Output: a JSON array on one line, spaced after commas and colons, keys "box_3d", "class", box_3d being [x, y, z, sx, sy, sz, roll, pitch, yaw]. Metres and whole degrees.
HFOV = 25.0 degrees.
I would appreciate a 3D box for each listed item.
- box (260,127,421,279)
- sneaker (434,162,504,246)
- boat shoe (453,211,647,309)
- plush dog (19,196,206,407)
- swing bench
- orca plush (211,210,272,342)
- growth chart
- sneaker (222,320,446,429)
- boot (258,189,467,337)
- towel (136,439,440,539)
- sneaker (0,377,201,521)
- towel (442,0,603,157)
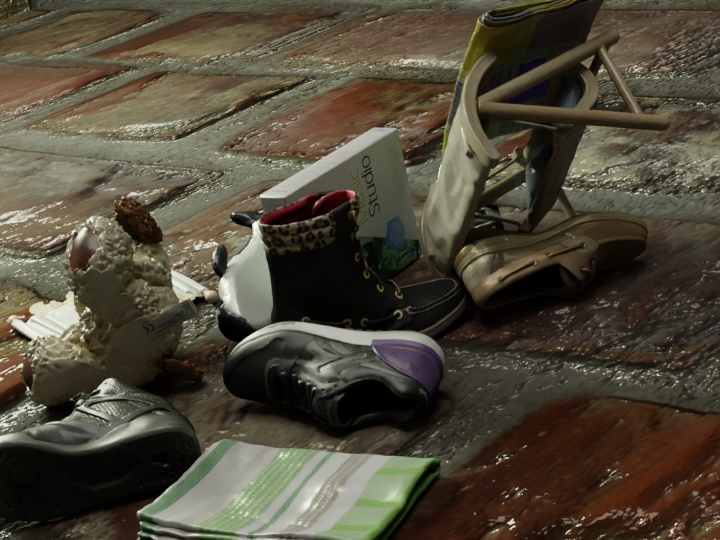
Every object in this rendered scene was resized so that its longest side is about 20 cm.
[{"box_3d": [-0.015, -0.043, 1.625, 0.036, 0.144, 0.200, 4, 26, 37], "class": "box"}, {"box_3d": [0.108, -0.062, 1.692, 0.074, 0.089, 0.200, -12, 23, -6], "class": "sneaker"}, {"box_3d": [0.189, -0.003, 1.542, 0.200, 0.071, 0.065, -12, 55, -17], "class": "boat shoe"}, {"box_3d": [-0.221, 0.032, 1.549, 0.160, 0.200, 0.172, 19, 26, -15], "class": "plush dog"}, {"box_3d": [0.157, -0.107, 1.552, 0.200, 0.199, 0.130, -12, 58, -21], "class": "swing bench"}, {"box_3d": [-0.124, 0.014, 1.633, 0.071, 0.105, 0.200, -43, 35, 27], "class": "orca plush"}, {"box_3d": [-0.266, 0.038, 1.724, 0.200, 0.018, 0.145, -19, 22, -20], "class": "growth chart"}, {"box_3d": [-0.032, 0.094, 1.383, 0.200, 0.076, 0.088, -4, 28, 19], "class": "sneaker"}, {"box_3d": [0.000, 0.000, 1.494, 0.200, 0.151, 0.073, -17, 21, -17], "class": "boot"}, {"box_3d": [-0.056, 0.172, 1.249, 0.200, 0.031, 0.149, 0, 24, 27], "class": "towel"}, {"box_3d": [-0.238, 0.147, 1.349, 0.199, 0.076, 0.114, -12, 19, -10], "class": "sneaker"}, {"box_3d": [0.155, -0.190, 1.565, 0.144, 0.200, 0.023, -17, 59, -25], "class": "towel"}]
